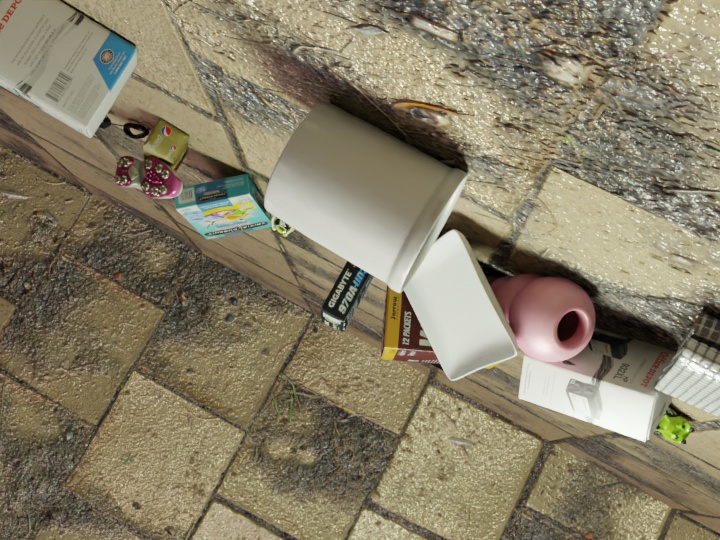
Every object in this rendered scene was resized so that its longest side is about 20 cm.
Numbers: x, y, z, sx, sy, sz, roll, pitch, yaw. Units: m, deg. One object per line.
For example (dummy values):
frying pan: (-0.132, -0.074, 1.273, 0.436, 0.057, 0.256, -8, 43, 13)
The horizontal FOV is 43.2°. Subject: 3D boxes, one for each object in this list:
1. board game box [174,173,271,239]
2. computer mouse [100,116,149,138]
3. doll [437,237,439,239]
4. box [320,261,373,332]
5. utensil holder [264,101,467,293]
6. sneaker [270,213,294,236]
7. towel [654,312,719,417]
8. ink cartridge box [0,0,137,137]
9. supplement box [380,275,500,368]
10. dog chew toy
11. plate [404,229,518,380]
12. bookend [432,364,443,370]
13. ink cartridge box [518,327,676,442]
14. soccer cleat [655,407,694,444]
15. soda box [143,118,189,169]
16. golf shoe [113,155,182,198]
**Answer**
board game box: (-0.275, -0.126, 1.861, 0.151, 0.047, 0.200, -11, 163, 6)
computer mouse: (-0.516, -0.316, 1.892, 0.200, 0.034, 0.059, 20, 151, 21)
doll: (0.118, -0.028, 1.475, 0.136, 0.048, 0.200, 26, 173, 13)
box: (0.000, 0.000, 1.510, 0.046, 0.200, 0.159, 28, 171, 3)
utensil holder: (0.006, -0.095, 1.126, 0.200, 0.170, 0.170, 31, 171, 7)
sneaker: (-0.148, -0.107, 1.752, 0.075, 0.076, 0.200, 27, 171, 0)
towel: (0.485, 0.135, 1.172, 0.166, 0.086, 0.200, 25, 168, 16)
ink cartridge box: (-0.456, -0.315, 1.357, 0.200, 0.146, 0.086, 31, 172, -8)
supplement box: (0.140, 0.085, 1.545, 0.200, 0.133, 0.197, 5, 169, 1)
dog chew toy: (0.255, 0.059, 1.351, 0.125, 0.125, 0.200, 34, 178, -27)
plate: (0.147, 0.053, 1.361, 0.200, 0.032, 0.200, 63, 150, 6)
bookend: (0.181, 0.164, 2.154, 0.199, 0.092, 0.200, 29, 169, -8)
ink cartridge box: (0.361, 0.159, 1.372, 0.200, 0.084, 0.145, 17, -150, 27)
soccer cleat: (0.553, 0.269, 1.721, 0.200, 0.068, 0.081, 35, -179, -34)
soda box: (-0.386, -0.237, 1.803, 0.068, 0.064, 0.200, 31, 171, -9)
golf shoe: (-0.396, -0.180, 1.776, 0.200, 0.075, 0.092, 21, -175, 42)
